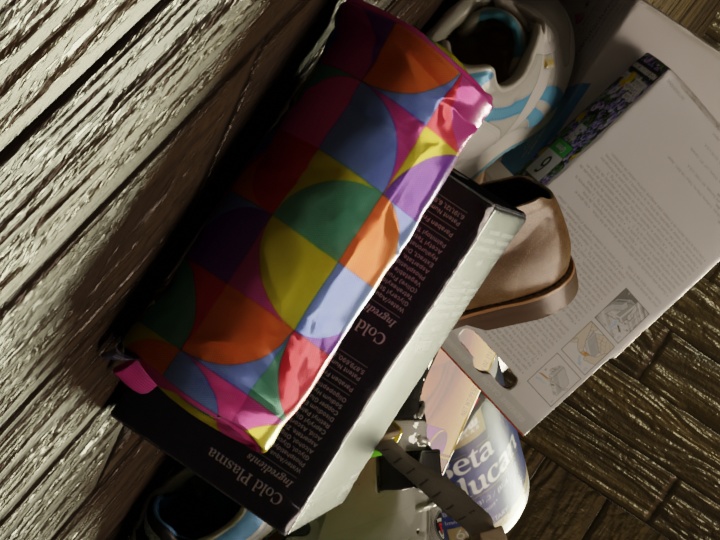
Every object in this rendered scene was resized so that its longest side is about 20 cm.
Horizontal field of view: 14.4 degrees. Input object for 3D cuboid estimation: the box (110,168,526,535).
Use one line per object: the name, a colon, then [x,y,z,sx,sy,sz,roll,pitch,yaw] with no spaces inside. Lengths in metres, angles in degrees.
box: [-0.015,0.019,1.396,0.183,0.104,0.200,-58,173,3]

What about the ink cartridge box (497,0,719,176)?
ink cartridge box: [0.149,-0.102,1.729,0.129,0.125,0.200,-57,-159,7]

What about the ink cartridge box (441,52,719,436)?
ink cartridge box: [0.128,-0.015,1.616,0.200,0.109,0.050,-43,-159,2]

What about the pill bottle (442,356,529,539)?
pill bottle: [0.045,0.091,1.925,0.111,0.111,0.201,-52,143,-32]

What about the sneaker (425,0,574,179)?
sneaker: [0.077,-0.116,1.564,0.081,0.076,0.200,-63,173,34]

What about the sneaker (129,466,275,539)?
sneaker: [-0.112,0.164,1.624,0.072,0.072,0.200,19,120,-41]

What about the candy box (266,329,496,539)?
candy box: [-0.007,0.102,1.692,0.056,0.116,0.201,15,-101,50]

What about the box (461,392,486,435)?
box: [-0.021,0.115,1.746,0.137,0.040,0.201,46,72,-37]

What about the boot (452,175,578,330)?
boot: [0.017,0.003,1.527,0.199,0.074,0.076,-19,130,-9]

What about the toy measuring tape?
toy measuring tape: [-0.006,0.110,1.531,0.073,0.200,0.074,-35,147,-27]

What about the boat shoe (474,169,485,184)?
boat shoe: [0.000,0.000,1.606,0.201,0.072,0.065,-59,-176,6]

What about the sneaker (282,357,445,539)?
sneaker: [0.019,0.120,1.615,0.074,0.088,0.201,2,111,-82]

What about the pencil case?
pencil case: [-0.027,-0.019,1.240,0.200,0.088,0.088,-54,174,-4]

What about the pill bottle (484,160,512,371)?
pill bottle: [0.095,-0.028,1.963,0.114,0.114,0.200,-50,171,-47]
